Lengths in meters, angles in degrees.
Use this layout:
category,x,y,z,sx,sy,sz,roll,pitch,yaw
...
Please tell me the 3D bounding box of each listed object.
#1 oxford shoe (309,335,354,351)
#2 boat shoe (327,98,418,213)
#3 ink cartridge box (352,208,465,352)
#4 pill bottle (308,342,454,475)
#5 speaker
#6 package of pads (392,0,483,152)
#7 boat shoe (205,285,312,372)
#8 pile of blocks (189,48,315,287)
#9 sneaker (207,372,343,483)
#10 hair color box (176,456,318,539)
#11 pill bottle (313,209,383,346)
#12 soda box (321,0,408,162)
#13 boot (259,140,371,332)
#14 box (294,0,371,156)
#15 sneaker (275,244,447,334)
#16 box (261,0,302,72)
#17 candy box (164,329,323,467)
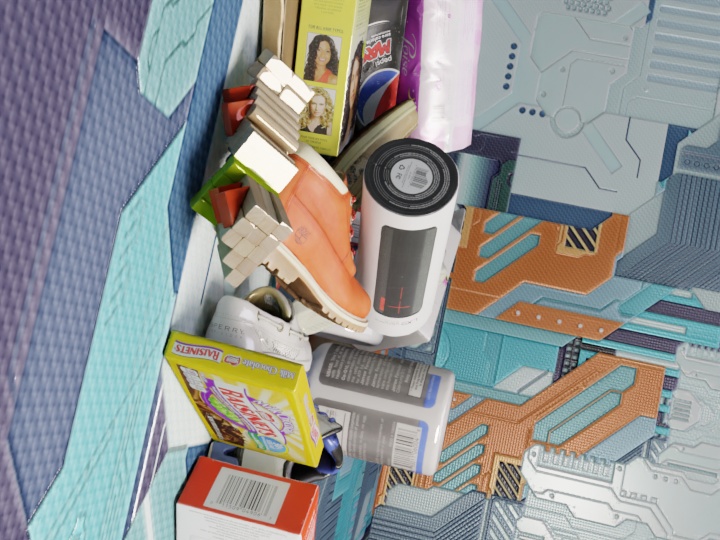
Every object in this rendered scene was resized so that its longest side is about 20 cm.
category,x,y,z,sx,sy,sz,roll,pitch,yaw
oxford shoe,-0.049,0.138,1.210,0.074,0.069,0.204,29,72,-79
boat shoe,-0.010,-0.073,0.909,0.200,0.063,0.073,-47,-171,-6
ink cartridge box,0.050,-0.006,1.221,0.067,0.115,0.202,42,51,-31
pill bottle,-0.004,0.143,1.063,0.114,0.196,0.116,12,90,-81
speaker,0.036,-0.023,0.877,0.201,0.080,0.082,96,9,-58
package of pads,0.062,-0.225,0.964,0.120,0.074,0.204,-142,-131,-58
boat shoe,-0.079,0.049,0.856,0.200,0.070,0.071,17,84,-80
pile of blocks,-0.088,-0.086,0.713,0.062,0.081,0.202,38,40,-32
sneaker,-0.064,0.143,0.942,0.201,0.113,0.081,-70,169,-48
hair color box,-0.101,0.267,0.865,0.064,0.109,0.203,-65,165,-57
pill bottle,-0.009,-0.024,1.111,0.112,0.110,0.204,58,44,-79
soda box,-0.006,-0.176,0.962,0.071,0.062,0.203,45,-43,49
boot,-0.028,-0.022,0.826,0.108,0.074,0.200,-56,144,-11
box,-0.022,-0.205,0.831,0.075,0.049,0.203,-63,162,-67
sneaker,0.000,0.000,1.019,0.085,0.197,0.075,60,-41,26
box,-0.057,-0.182,0.867,0.164,0.021,0.203,-66,165,-61
candy box,-0.085,0.107,0.780,0.201,0.100,0.027,84,19,-63
